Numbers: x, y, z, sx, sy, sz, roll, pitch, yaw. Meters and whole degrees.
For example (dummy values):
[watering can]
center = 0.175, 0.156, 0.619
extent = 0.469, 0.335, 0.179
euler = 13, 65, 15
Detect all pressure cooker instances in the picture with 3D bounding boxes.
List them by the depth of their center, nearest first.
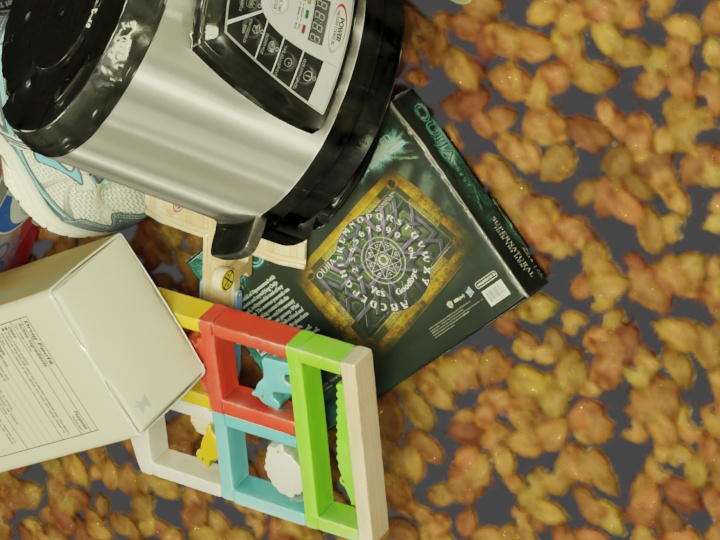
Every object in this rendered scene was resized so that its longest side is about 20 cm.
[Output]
[pressure cooker]
center = -0.070, -0.118, 1.451
extent = 0.200, 0.179, 0.176
euler = 21, 120, -29

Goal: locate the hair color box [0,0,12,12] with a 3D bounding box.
[hair color box]
center = -0.207, -0.220, 1.593
extent = 0.100, 0.060, 0.200
euler = -4, 109, 36

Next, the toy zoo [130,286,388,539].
[toy zoo]
center = -0.077, 0.080, 1.603
extent = 0.200, 0.020, 0.131
euler = 16, 128, 29

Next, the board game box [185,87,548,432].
[board game box]
center = 0.000, 0.000, 1.572
extent = 0.200, 0.028, 0.135
euler = -35, 89, 41

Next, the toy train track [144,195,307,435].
[toy train track]
center = -0.089, 0.015, 1.602
extent = 0.115, 0.033, 0.200
euler = 19, 122, 28

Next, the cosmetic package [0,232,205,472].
[cosmetic package]
center = -0.198, 0.055, 1.612
extent = 0.200, 0.071, 0.105
euler = -15, 111, 43

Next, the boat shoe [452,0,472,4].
[boat shoe]
center = 0.034, -0.237, 1.387
extent = 0.075, 0.068, 0.200
euler = 29, 151, 54

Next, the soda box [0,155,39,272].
[soda box]
center = -0.241, -0.035, 1.697
extent = 0.063, 0.070, 0.200
euler = 35, 127, 16

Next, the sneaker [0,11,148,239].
[sneaker]
center = -0.168, -0.080, 1.570
extent = 0.086, 0.078, 0.200
euler = -6, 150, 31
